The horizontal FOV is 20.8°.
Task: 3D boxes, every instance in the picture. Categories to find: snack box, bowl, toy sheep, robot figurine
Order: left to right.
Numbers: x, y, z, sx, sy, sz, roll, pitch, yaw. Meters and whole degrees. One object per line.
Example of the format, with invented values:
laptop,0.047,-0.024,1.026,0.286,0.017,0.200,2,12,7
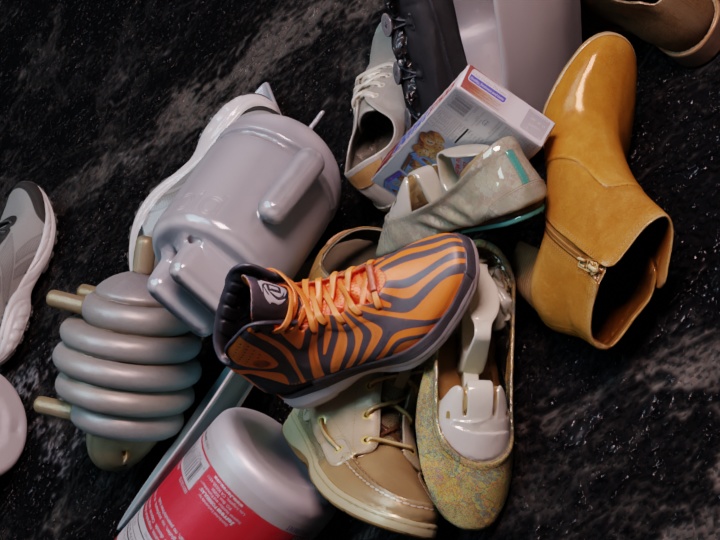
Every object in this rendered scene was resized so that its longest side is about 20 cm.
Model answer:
toy sheep,-0.195,0.070,1.626,0.138,0.137,0.202,27,114,57
robot figurine,-0.087,-0.043,1.539,0.169,0.113,0.201,-25,26,51
snack box,0.068,-0.082,1.385,0.024,0.072,0.200,-59,6,-22
bowl,0.107,-0.210,1.432,0.074,0.201,0.200,-12,36,-7

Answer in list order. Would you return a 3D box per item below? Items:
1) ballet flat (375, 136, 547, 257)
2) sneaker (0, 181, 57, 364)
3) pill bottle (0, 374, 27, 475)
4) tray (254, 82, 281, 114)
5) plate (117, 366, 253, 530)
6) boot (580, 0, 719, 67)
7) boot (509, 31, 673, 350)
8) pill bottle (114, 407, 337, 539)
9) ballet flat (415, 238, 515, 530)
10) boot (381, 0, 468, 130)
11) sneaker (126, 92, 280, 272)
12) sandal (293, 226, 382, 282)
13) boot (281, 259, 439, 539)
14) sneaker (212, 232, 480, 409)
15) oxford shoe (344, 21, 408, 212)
ballet flat,0.064,-0.052,1.362,0.067,0.063,0.200,-27,4,-31
sneaker,-0.359,-0.006,1.950,0.074,0.079,0.202,-22,46,45
pill bottle,-0.417,0.168,1.872,0.199,0.113,0.114,-25,46,42
tray,-0.087,-0.073,1.702,0.107,0.022,0.201,-48,35,19
plate,-0.124,0.126,1.535,0.201,0.025,0.200,-54,4,5
boot,0.182,-0.207,1.399,0.074,0.075,0.200,-59,32,3
boot,0.168,-0.053,1.293,0.144,0.070,0.203,27,100,65
pill bottle,-0.117,0.207,1.439,0.200,0.112,0.112,-50,34,15
ballet flat,0.075,0.070,1.309,0.070,0.070,0.202,-24,53,42
boot,0.042,-0.183,1.499,0.065,0.202,0.165,-18,13,-3
sneaker,-0.127,-0.055,1.658,0.201,0.074,0.079,-55,39,7
sandal,0.000,0.000,1.498,0.199,0.054,0.081,-14,54,48
boot,0.023,0.087,1.371,0.156,0.072,0.200,-64,26,9
sneaker,-0.020,0.025,1.309,0.199,0.112,0.078,-35,46,30
oxford shoe,0.021,-0.138,1.577,0.075,0.058,0.201,-32,40,39
